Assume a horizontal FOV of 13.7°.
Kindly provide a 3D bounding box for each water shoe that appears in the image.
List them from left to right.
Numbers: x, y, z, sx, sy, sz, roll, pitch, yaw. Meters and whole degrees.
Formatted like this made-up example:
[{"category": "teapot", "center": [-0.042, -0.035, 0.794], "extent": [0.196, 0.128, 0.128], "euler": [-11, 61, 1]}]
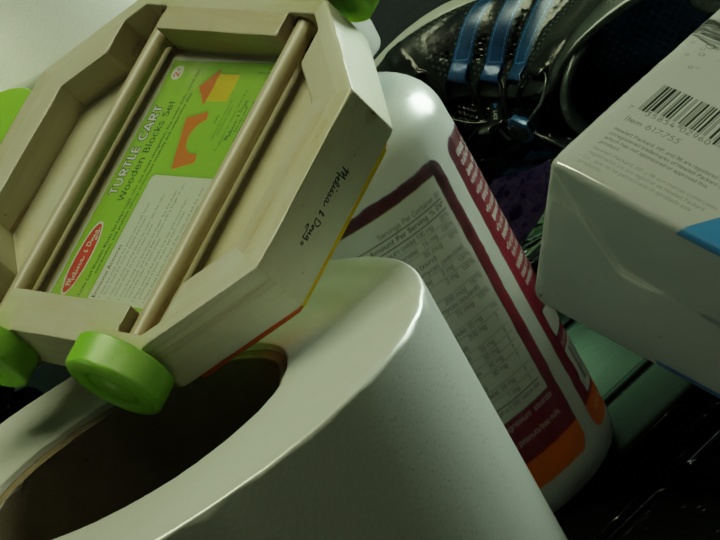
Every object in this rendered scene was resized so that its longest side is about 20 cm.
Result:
[{"category": "water shoe", "center": [0.071, -0.076, 1.168], "extent": [0.199, 0.072, 0.079], "euler": [-27, 18, 23]}]

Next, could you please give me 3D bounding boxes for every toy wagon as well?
[{"category": "toy wagon", "center": [-0.076, -0.033, 0.954], "extent": [0.200, 0.040, 0.156], "euler": [7, 63, 48]}]

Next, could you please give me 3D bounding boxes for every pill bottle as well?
[{"category": "pill bottle", "center": [0.000, 0.000, 1.062], "extent": [0.109, 0.201, 0.110], "euler": [-27, 15, 8]}]

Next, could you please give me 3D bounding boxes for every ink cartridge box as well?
[{"category": "ink cartridge box", "center": [0.165, -0.041, 1.047], "extent": [0.116, 0.068, 0.200], "euler": [30, 50, 25]}]

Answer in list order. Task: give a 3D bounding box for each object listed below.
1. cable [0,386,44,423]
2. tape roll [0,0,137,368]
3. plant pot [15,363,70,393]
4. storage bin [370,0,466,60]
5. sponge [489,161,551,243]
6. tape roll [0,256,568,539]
[{"category": "cable", "center": [-0.108, 0.021, 1.137], "extent": [0.199, 0.051, 0.163], "euler": [-2, -33, -44]}, {"category": "tape roll", "center": [-0.134, -0.041, 1.135], "extent": [0.202, 0.071, 0.203], "euler": [-36, -22, -17]}, {"category": "plant pot", "center": [-0.088, -0.042, 1.318], "extent": [0.200, 0.201, 0.134], "euler": [-39, 8, -32]}, {"category": "storage bin", "center": [0.064, -0.144, 1.257], "extent": [0.200, 0.145, 0.134], "euler": [-44, 11, 28]}, {"category": "sponge", "center": [0.028, -0.023, 1.331], "extent": [0.112, 0.030, 0.200], "euler": [-54, 15, 5]}, {"category": "tape roll", "center": [-0.037, 0.107, 0.908], "extent": [0.202, 0.140, 0.203], "euler": [-28, 15, 8]}]
